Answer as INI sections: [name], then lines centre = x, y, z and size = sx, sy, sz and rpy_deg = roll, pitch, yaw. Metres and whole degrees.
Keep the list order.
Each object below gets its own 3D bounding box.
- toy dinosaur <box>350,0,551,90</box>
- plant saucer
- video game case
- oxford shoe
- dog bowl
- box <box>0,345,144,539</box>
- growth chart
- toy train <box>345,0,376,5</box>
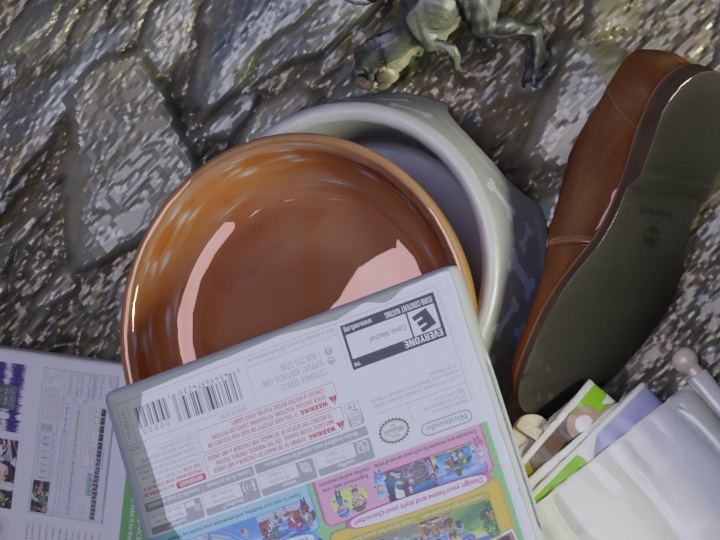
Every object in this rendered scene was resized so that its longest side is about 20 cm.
[toy dinosaur]
centre = 0.073, -0.152, 1.109
size = 0.088, 0.048, 0.200
rpy_deg = 28, 118, -18
[plant saucer]
centre = -0.030, 0.031, 1.101
size = 0.199, 0.037, 0.202
rpy_deg = -2, 86, 22
[video game case]
centre = -0.015, 0.116, 1.054
size = 0.199, 0.022, 0.183
rpy_deg = -20, 80, 16
[oxford shoe]
centre = 0.126, -0.019, 1.099
size = 0.071, 0.071, 0.201
rpy_deg = 37, 105, 50
[dog bowl]
centre = 0.000, 0.000, 1.141
size = 0.198, 0.059, 0.202
rpy_deg = -1, 86, 21
[box]
centre = -0.175, 0.120, 1.219
size = 0.198, 0.036, 0.146
rpy_deg = 7, 90, 23
[growth chart]
centre = 0.122, 0.129, 1.078
size = 0.199, 0.018, 0.145
rpy_deg = -33, 76, 1
[toy train]
centre = 0.015, -0.245, 1.136
size = 0.114, 0.087, 0.201
rpy_deg = 28, 98, 27
